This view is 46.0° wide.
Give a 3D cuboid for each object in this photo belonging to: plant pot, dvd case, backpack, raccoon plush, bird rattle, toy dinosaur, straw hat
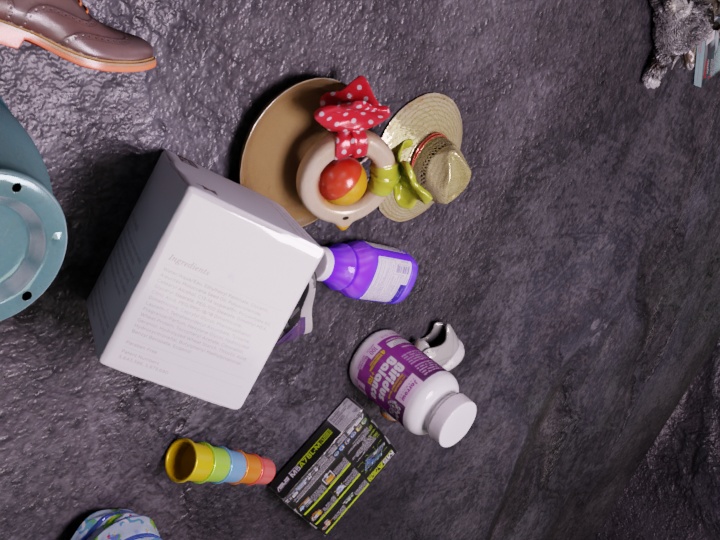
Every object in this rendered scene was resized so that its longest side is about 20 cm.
[{"bbox_3d":[-0.075,-0.147,1.058,0.199,0.027,0.201,-29,136,-32],"label":"plant pot"},{"bbox_3d":[0.746,-0.485,1.717,0.200,0.022,0.146,-42,141,-20],"label":"dvd case"},{"bbox_3d":[-0.336,0.413,1.113,0.200,0.154,0.163,-45,145,23],"label":"backpack"},{"bbox_3d":[0.532,-0.412,1.485,0.133,0.097,0.201,-4,120,-37],"label":"raccoon plush"},{"bbox_3d":[-0.342,-0.054,0.697,0.199,0.188,0.201,-29,136,-32],"label":"plant pot"},{"bbox_3d":[-0.006,-0.128,1.051,0.163,0.113,0.200,-42,141,9],"label":"bird rattle"},{"bbox_3d":[0.631,-0.473,1.556,0.077,0.102,0.201,27,84,-25],"label":"toy dinosaur"},{"bbox_3d":[0.112,-0.145,1.217,0.200,0.085,0.202,-28,135,-31],"label":"straw hat"}]

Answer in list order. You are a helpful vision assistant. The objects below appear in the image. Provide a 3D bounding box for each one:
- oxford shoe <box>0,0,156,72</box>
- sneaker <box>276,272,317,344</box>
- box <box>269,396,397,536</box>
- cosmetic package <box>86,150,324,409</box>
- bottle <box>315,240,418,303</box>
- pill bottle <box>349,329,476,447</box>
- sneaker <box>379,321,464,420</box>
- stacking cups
[{"bbox_3d":[-0.264,-0.226,0.754,0.199,0.071,0.073,4,109,-49],"label":"oxford shoe"},{"bbox_3d":[-0.110,0.034,1.105,0.087,0.076,0.201,-27,144,-23],"label":"sneaker"},{"bbox_3d":[-0.041,0.337,1.447,0.200,0.047,0.193,-48,145,-12],"label":"box"},{"bbox_3d":[-0.172,0.007,0.913,0.164,0.165,0.201,25,99,-28],"label":"cosmetic package"},{"bbox_3d":[0.000,0.000,1.219,0.199,0.065,0.084,8,110,-50],"label":"bottle"},{"bbox_3d":[0.084,0.188,1.341,0.112,0.200,0.113,-28,135,-32],"label":"pill bottle"},{"bbox_3d":[0.095,0.166,1.456,0.200,0.075,0.092,-47,136,-24],"label":"sneaker"},{"bbox_3d":[-0.192,0.286,1.225,0.061,0.060,0.200,-57,143,2],"label":"stacking cups"}]
